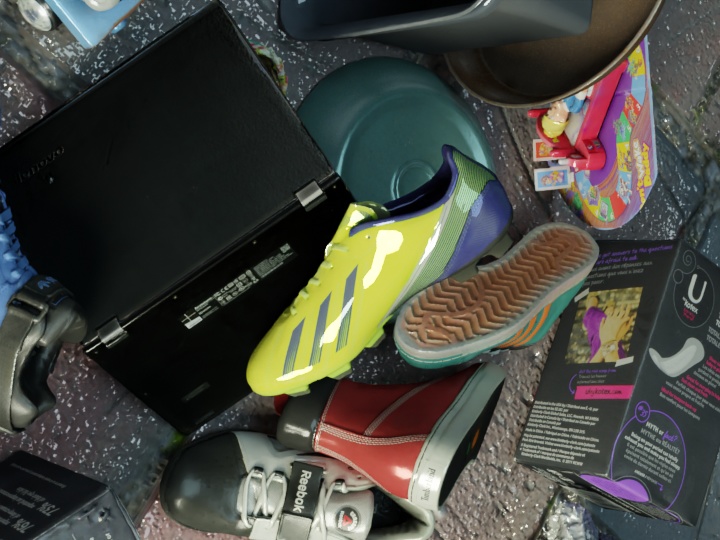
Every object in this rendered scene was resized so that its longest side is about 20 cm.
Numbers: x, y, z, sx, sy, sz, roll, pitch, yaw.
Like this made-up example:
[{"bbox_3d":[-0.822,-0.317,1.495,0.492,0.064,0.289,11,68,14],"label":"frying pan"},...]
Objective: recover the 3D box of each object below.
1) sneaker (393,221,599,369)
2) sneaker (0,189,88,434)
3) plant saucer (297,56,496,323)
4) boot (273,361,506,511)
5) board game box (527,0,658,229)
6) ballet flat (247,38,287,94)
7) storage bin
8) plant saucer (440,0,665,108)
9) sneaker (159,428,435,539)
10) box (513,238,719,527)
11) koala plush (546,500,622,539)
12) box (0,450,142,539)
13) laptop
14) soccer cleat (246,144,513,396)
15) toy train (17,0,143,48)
[{"bbox_3d":[0.101,0.036,0.936,0.200,0.071,0.080,-25,144,-35],"label":"sneaker"},{"bbox_3d":[-0.203,-0.006,0.714,0.111,0.077,0.201,11,87,6],"label":"sneaker"},{"bbox_3d":[0.033,-0.060,0.924,0.200,0.036,0.201,-1,91,-34],"label":"plant saucer"},{"bbox_3d":[0.020,0.093,0.897,0.200,0.144,0.073,-29,135,-67],"label":"boot"},{"bbox_3d":[0.164,-0.129,0.947,0.039,0.158,0.201,-7,94,-17],"label":"board game box"},{"bbox_3d":[-0.078,-0.059,0.833,0.075,0.064,0.201,-7,95,-34],"label":"ballet flat"},{"bbox_3d":[0.062,-0.219,0.858,0.134,0.200,0.146,10,85,-45],"label":"storage bin"},{"bbox_3d":[0.146,-0.206,0.906,0.034,0.200,0.201,25,76,-45],"label":"plant saucer"},{"bbox_3d":[-0.036,0.154,0.850,0.200,0.088,0.074,11,86,-32],"label":"sneaker"},{"bbox_3d":[0.227,0.088,1.012,0.122,0.106,0.200,31,73,-32],"label":"box"},{"bbox_3d":[0.177,0.292,0.955,0.177,0.184,0.200,39,58,-28],"label":"koala plush"},{"bbox_3d":[-0.224,0.202,0.687,0.200,0.148,0.105,-33,108,-28],"label":"box"},{"bbox_3d":[-0.101,-0.025,0.796,0.187,0.116,0.200,-34,141,2],"label":"laptop"},{"bbox_3d":[0.000,-0.001,0.762,0.200,0.065,0.084,-37,117,9],"label":"soccer cleat"},{"bbox_3d":[-0.127,-0.222,0.767,0.200,0.114,0.087,-49,115,-24],"label":"toy train"}]
